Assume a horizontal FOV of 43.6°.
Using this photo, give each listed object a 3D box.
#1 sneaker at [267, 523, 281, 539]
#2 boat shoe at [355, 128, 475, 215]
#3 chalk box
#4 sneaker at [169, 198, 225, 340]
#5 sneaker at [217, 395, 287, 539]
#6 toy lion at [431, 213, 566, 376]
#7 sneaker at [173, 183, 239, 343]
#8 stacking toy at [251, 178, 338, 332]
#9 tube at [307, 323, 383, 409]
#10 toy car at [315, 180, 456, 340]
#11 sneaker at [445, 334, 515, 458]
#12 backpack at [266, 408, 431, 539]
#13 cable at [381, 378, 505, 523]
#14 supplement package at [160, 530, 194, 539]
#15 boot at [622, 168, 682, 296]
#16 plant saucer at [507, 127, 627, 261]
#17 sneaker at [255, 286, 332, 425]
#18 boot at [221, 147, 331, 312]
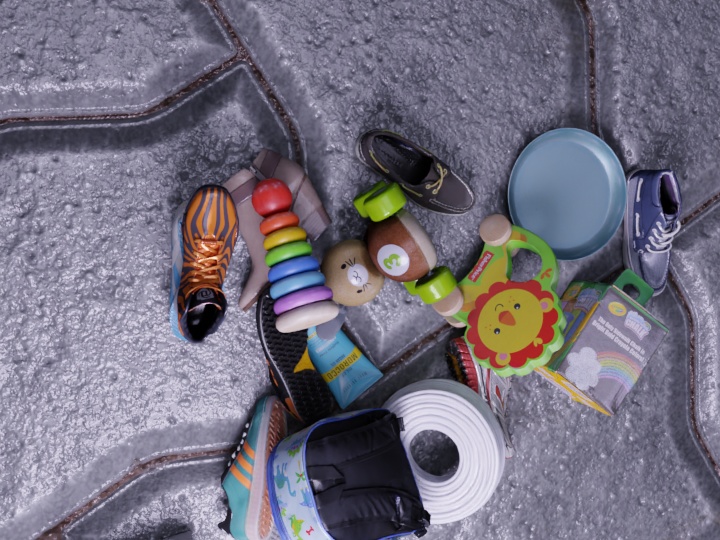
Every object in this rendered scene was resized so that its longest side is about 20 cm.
[{"bbox_3d":[-0.093,0.366,1.281,0.078,0.079,0.201,-11,71,20],"label":"sneaker"},{"bbox_3d":[0.086,-0.138,1.298,0.200,0.061,0.072,28,86,-14],"label":"boat shoe"},{"bbox_3d":[0.362,0.094,1.354,0.124,0.124,0.201,37,83,-13],"label":"chalk box"},{"bbox_3d":[-0.222,0.000,1.224,0.076,0.081,0.201,3,112,-16],"label":"sneaker"},{"bbox_3d":[-0.156,0.272,1.256,0.079,0.071,0.201,1,72,22],"label":"sneaker"},{"bbox_3d":[0.214,0.043,1.280,0.201,0.191,0.069,-55,146,-6],"label":"toy lion"},{"bbox_3d":[-0.187,-0.001,1.124,0.077,0.112,0.201,3,112,-17],"label":"sneaker"},{"bbox_3d":[-0.094,-0.025,1.183,0.085,0.085,0.201,-14,81,-13],"label":"stacking toy"},{"bbox_3d":[-0.054,0.100,1.289,0.077,0.050,0.200,-37,106,-1],"label":"tube"},{"bbox_3d":[0.000,0.000,1.241,0.199,0.158,0.165,-34,101,-5],"label":"toy car"},{"bbox_3d":[0.197,0.186,1.340,0.082,0.078,0.201,-21,100,-17],"label":"sneaker"},{"bbox_3d":[-0.033,0.288,1.192,0.199,0.147,0.184,2,66,-50],"label":"backpack"},{"bbox_3d":[0.105,0.259,1.288,0.199,0.069,0.201,-13,90,17],"label":"cable"},{"bbox_3d":[-0.304,0.450,1.206,0.199,0.117,0.118,-15,97,-12],"label":"supplement package"},{"bbox_3d":[0.452,-0.056,1.383,0.072,0.090,0.202,-12,96,-13],"label":"boot"},{"bbox_3d":[0.313,-0.115,1.377,0.199,0.027,0.202,-1,93,-14],"label":"plant saucer"},{"bbox_3d":[-0.109,0.118,1.248,0.070,0.090,0.201,-27,104,-31],"label":"sneaker"},{"bbox_3d":[-0.142,-0.063,1.248,0.146,0.070,0.200,43,84,-5],"label":"boot"}]
